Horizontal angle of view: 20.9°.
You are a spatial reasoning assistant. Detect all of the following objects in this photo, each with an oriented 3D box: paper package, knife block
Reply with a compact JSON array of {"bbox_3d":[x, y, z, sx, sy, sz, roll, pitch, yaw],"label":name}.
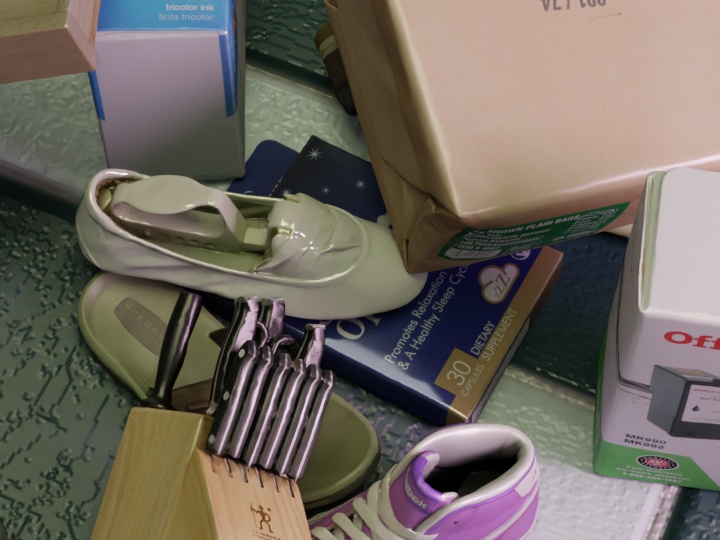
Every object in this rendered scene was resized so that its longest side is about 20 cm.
[{"bbox_3d":[0.103,-0.113,1.074,0.200,0.103,0.191,-12,75,-18],"label":"paper package"},{"bbox_3d":[-0.090,0.109,0.995,0.064,0.200,0.176,24,32,-34],"label":"knife block"}]

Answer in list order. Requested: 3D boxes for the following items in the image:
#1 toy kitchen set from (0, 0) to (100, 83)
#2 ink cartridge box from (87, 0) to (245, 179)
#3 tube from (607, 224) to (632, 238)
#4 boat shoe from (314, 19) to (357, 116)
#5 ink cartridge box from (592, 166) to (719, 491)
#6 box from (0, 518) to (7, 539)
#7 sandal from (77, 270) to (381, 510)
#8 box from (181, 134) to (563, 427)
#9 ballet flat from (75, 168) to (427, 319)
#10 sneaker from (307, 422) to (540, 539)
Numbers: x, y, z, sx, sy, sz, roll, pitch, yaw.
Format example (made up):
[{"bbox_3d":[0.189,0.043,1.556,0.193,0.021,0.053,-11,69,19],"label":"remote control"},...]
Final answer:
[{"bbox_3d":[-0.215,-0.139,1.084,0.200,0.180,0.163,-6,60,14],"label":"toy kitchen set"},{"bbox_3d":[-0.112,-0.174,1.146,0.085,0.145,0.200,-3,59,-1],"label":"ink cartridge box"},{"bbox_3d":[0.131,-0.053,1.140,0.200,0.052,0.058,12,105,-3],"label":"tube"},{"bbox_3d":[0.074,-0.131,1.172,0.201,0.072,0.066,-10,79,-13],"label":"boat shoe"},{"bbox_3d":[0.201,0.040,0.997,0.146,0.200,0.084,7,62,4],"label":"ink cartridge box"},{"bbox_3d":[-0.274,0.227,0.983,0.200,0.050,0.199,-6,60,-3],"label":"box"},{"bbox_3d":[-0.080,0.061,1.068,0.201,0.057,0.080,34,66,17],"label":"sandal"},{"bbox_3d":[0.000,0.000,1.118,0.200,0.032,0.121,25,64,15],"label":"box"},{"bbox_3d":[-0.062,-0.018,1.073,0.200,0.069,0.069,9,61,6],"label":"ballet flat"},{"bbox_3d":[0.001,0.135,0.996,0.200,0.114,0.073,-28,66,-13],"label":"sneaker"}]
